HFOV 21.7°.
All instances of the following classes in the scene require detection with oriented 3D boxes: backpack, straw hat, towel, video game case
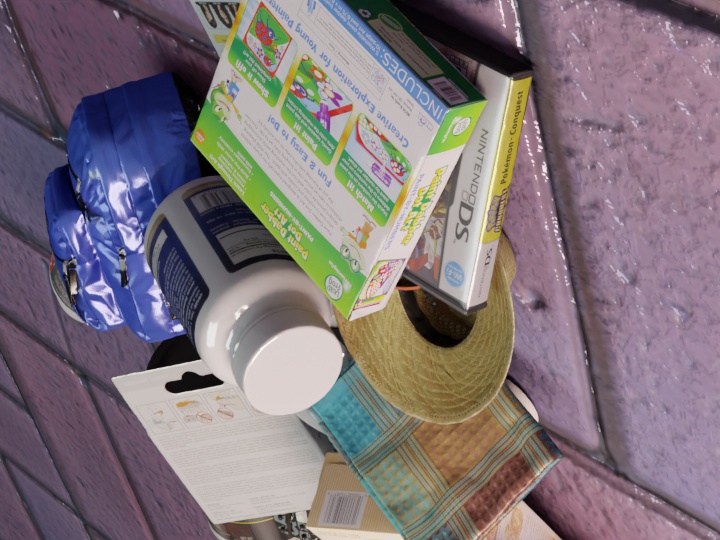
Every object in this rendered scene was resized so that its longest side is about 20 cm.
[{"bbox_3d":[-0.188,-0.057,1.611,0.163,0.166,0.201,-123,20,-58],"label":"backpack"},{"bbox_3d":[0.069,0.004,1.381,0.200,0.085,0.203,19,118,41],"label":"straw hat"},{"bbox_3d":[0.054,0.127,1.492,0.022,0.147,0.200,27,-160,-52],"label":"towel"},{"bbox_3d":[0.025,-0.092,1.309,0.199,0.025,0.182,32,126,35],"label":"video game case"}]

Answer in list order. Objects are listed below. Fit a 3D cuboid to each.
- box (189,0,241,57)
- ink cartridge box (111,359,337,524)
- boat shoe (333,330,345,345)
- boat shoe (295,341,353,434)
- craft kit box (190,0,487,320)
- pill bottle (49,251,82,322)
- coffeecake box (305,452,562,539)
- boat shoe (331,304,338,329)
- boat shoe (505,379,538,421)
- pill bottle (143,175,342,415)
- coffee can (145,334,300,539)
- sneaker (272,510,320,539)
[{"bbox_3d":[-0.082,-0.198,1.403,0.082,0.049,0.201,13,137,54],"label":"box"},{"bbox_3d":[-0.110,0.142,1.705,0.161,0.050,0.201,-12,124,27],"label":"ink cartridge box"},{"bbox_3d":[-0.034,0.072,1.695,0.086,0.075,0.202,31,159,42],"label":"boat shoe"},{"bbox_3d":[-0.011,0.102,1.623,0.200,0.071,0.091,47,-163,-22],"label":"boat shoe"},{"bbox_3d":[-0.022,-0.104,1.307,0.200,0.048,0.198,48,131,25],"label":"craft kit box"},{"bbox_3d":[-0.256,-0.010,1.904,0.111,0.111,0.200,49,156,2],"label":"pill bottle"},{"bbox_3d":[0.073,0.230,1.588,0.152,0.074,0.200,-2,149,34],"label":"coffeecake box"},{"bbox_3d":[0.000,0.000,1.539,0.200,0.070,0.064,111,149,-72],"label":"boat shoe"},{"bbox_3d":[0.095,0.155,1.589,0.072,0.059,0.200,44,156,10],"label":"boat shoe"},{"bbox_3d":[-0.089,0.021,1.469,0.200,0.110,0.112,54,166,48],"label":"pill bottle"},{"bbox_3d":[-0.112,0.159,1.854,0.146,0.146,0.201,27,148,41],"label":"coffee can"},{"bbox_3d":[0.021,0.217,1.782,0.198,0.091,0.067,0,112,20],"label":"sneaker"}]
